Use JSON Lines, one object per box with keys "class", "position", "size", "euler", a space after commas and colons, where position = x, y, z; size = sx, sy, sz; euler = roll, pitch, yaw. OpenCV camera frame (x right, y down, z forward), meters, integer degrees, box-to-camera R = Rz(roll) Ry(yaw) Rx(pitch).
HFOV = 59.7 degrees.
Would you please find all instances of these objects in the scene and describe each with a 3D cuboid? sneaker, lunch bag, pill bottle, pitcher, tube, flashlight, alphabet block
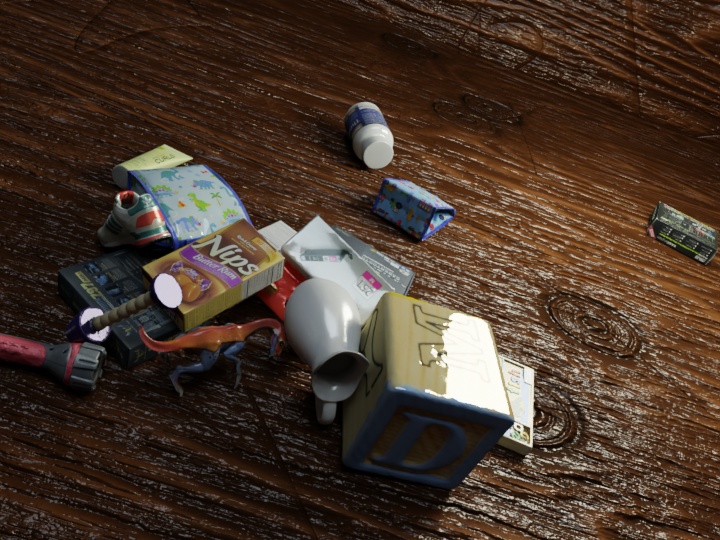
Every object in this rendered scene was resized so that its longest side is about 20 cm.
{"class": "sneaker", "position": [-0.399, -0.091, 1.083], "size": [0.199, 0.094, 0.070], "euler": [3, 20, 45]}
{"class": "lunch bag", "position": [0.146, -0.167, 1.546], "size": [0.150, 0.094, 0.200], "euler": [33, 28, 18]}
{"class": "pill bottle", "position": [0.026, -0.364, 1.701], "size": [0.111, 0.111, 0.200], "euler": [6, 39, -21]}
{"class": "pitcher", "position": [-0.059, 0.123, 0.993], "size": [0.121, 0.172, 0.200], "euler": [5, 35, -21]}
{"class": "lunch bag", "position": [-0.322, -0.106, 1.181], "size": [0.170, 0.128, 0.200], "euler": [-16, 41, -41]}
{"class": "tube", "position": [-0.447, -0.230, 1.342], "size": [0.058, 0.052, 0.200], "euler": [62, 30, -14]}
{"class": "flashlight", "position": [-0.465, 0.117, 0.873], "size": [0.199, 0.068, 0.068], "euler": [15, 39, -12]}
{"class": "alphabet block", "position": [0.091, 0.184, 0.962], "size": [0.196, 0.196, 0.200], "euler": [18, 37, -15]}

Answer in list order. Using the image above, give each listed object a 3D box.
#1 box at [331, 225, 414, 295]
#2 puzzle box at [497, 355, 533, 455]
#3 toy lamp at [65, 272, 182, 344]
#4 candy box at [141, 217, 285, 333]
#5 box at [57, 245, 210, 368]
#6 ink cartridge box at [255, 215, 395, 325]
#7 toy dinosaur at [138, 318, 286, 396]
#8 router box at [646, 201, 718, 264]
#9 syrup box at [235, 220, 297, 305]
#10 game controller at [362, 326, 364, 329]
{"class": "box", "position": [0.000, 0.000, 1.225], "size": [0.200, 0.051, 0.158], "euler": [31, 26, 3]}
{"class": "puzzle box", "position": [0.247, 0.227, 1.136], "size": [0.133, 0.025, 0.200], "euler": [22, 36, 1]}
{"class": "toy lamp", "position": [-0.341, 0.060, 0.888], "size": [0.058, 0.199, 0.058], "euler": [46, 32, -40]}
{"class": "candy box", "position": [-0.237, 0.002, 1.028], "size": [0.200, 0.057, 0.117], "euler": [-31, 63, -35]}
{"class": "box", "position": [-0.367, 0.050, 1.021], "size": [0.200, 0.051, 0.158], "euler": [39, 38, 21]}
{"class": "ink cartridge box", "position": [-0.069, 0.030, 1.103], "size": [0.200, 0.044, 0.174], "euler": [44, 71, 7]}
{"class": "toy dinosaur", "position": [-0.205, 0.116, 0.949], "size": [0.181, 0.200, 0.105], "euler": [-27, 69, -9]}
{"class": "router box", "position": [0.988, -0.117, 1.927], "size": [0.200, 0.062, 0.150], "euler": [31, 38, 13]}
{"class": "syrup box", "position": [-0.195, -0.015, 1.169], "size": [0.081, 0.079, 0.200], "euler": [36, 38, 18]}
{"class": "game controller", "position": [-0.035, 0.064, 1.196], "size": [0.200, 0.042, 0.104], "euler": [45, 27, 27]}
